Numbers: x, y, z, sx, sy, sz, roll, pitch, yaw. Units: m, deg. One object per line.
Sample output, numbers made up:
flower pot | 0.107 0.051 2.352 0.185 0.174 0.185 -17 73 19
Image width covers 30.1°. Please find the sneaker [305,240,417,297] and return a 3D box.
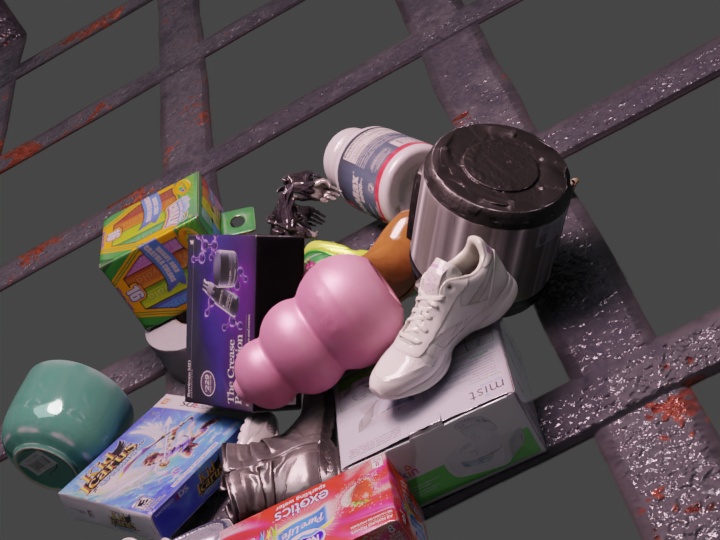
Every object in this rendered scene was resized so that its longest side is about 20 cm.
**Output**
sneaker | 0.000 0.016 1.719 0.199 0.074 0.085 10 77 44

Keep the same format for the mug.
mug | -0.374 0.218 1.703 0.150 0.186 0.115 7 45 13

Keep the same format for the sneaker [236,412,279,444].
sneaker | -0.089 0.235 1.490 0.081 0.075 0.201 -16 42 5

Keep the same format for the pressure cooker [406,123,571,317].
pressure cooker | 0.142 -0.042 1.537 0.173 0.202 0.180 0 43 -7

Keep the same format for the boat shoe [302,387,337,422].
boat shoe | 0.020 0.104 1.558 0.198 0.076 0.072 -24 30 12

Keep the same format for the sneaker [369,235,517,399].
sneaker | 0.072 0.046 1.381 0.200 0.100 0.075 -44 35 -19

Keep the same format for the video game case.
video game case | -0.234 0.230 1.604 0.180 0.046 0.200 0 33 43

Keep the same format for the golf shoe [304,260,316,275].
golf shoe | -0.103 0.083 1.685 0.200 0.092 0.073 -40 15 16

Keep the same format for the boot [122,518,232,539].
boot | -0.225 0.321 1.455 0.199 0.091 0.073 -38 31 -9

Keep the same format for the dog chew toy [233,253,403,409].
dog chew toy | -0.052 0.074 1.441 0.199 0.125 0.125 -36 31 3

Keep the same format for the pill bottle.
pill bottle | 0.033 -0.131 1.829 0.119 0.120 0.200 -40 31 -13

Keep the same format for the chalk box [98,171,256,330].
chalk box | -0.235 -0.037 1.807 0.198 0.125 0.125 -27 32 9

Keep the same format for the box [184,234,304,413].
box | -0.138 0.059 1.579 0.078 0.203 0.140 1 0 -39

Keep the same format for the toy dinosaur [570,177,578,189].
toy dinosaur | 0.189 -0.101 1.726 0.199 0.059 0.101 17 41 43

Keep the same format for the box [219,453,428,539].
box | -0.035 0.282 1.332 0.198 0.096 0.100 -26 32 10

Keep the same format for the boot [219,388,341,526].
boot | -0.089 0.185 1.441 0.130 0.071 0.201 -5 31 -2

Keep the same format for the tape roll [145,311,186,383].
tape roll | -0.194 0.059 1.821 0.198 0.066 0.201 -24 32 16

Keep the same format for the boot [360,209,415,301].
boot | 0.000 0.000 1.575 0.076 0.155 0.201 35 89 28

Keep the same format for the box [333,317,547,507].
box | 0.078 0.144 1.423 0.198 0.097 0.177 -26 32 11

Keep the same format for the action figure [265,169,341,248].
action figure | -0.075 -0.073 1.827 0.101 0.120 0.200 8 21 1
